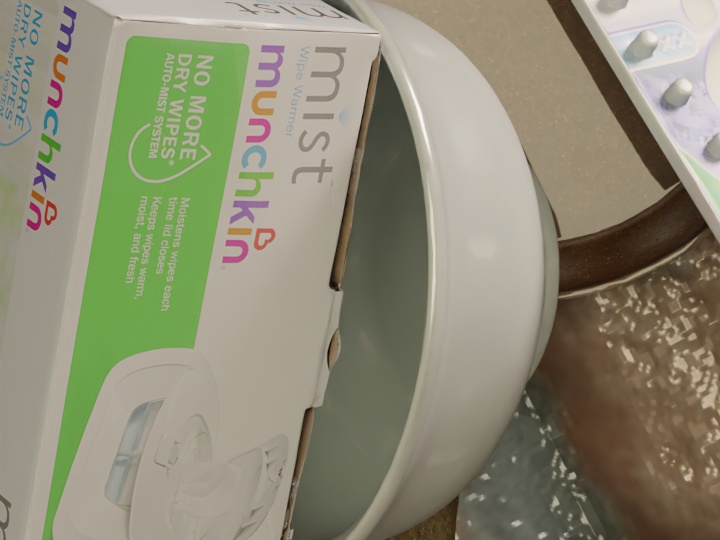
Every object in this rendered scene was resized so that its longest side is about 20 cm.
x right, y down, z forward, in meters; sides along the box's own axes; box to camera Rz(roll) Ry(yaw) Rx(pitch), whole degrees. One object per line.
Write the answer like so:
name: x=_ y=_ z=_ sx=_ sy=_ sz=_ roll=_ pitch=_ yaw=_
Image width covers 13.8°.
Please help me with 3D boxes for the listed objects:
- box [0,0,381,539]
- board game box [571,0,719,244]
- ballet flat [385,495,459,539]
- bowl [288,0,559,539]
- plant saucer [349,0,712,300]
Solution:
box: x=-0.089 y=-0.005 z=0.928 sx=0.097 sy=0.176 sz=0.200 roll=1 pitch=110 yaw=-32
board game box: x=0.164 y=-0.092 z=0.965 sx=0.200 sy=0.026 sz=0.200 roll=-14 pitch=63 yaw=-31
ballet flat: x=-0.012 y=0.130 z=0.973 sx=0.065 sy=0.071 sz=0.200 roll=47 pitch=48 yaw=-2
bowl: x=0.000 y=0.000 z=0.958 sx=0.090 sy=0.201 sz=0.201 roll=-1 pitch=85 yaw=-35
plant saucer: x=0.057 y=-0.089 z=1.035 sx=0.200 sy=0.034 sz=0.200 roll=0 pitch=91 yaw=5
